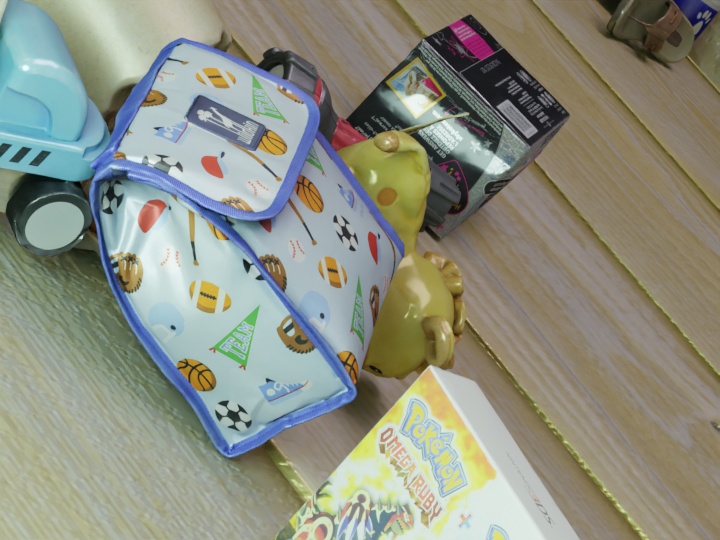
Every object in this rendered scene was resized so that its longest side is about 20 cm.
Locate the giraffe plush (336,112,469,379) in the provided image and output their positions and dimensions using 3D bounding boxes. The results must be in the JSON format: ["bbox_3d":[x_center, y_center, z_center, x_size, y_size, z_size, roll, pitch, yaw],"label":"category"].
[{"bbox_3d":[0.000,0.000,1.954,0.173,0.199,0.163,-16,90,-75],"label":"giraffe plush"}]

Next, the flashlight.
[{"bbox_3d":[-0.005,-0.099,2.290,0.200,0.068,0.068,32,19,-31],"label":"flashlight"}]

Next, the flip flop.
[{"bbox_3d":[0.368,-0.297,3.609,0.058,0.081,0.200,38,6,33],"label":"flip flop"}]

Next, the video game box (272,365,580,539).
[{"bbox_3d":[0.034,0.182,1.505,0.047,0.182,0.200,24,24,-47],"label":"video game box"}]

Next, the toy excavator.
[{"bbox_3d":[-0.215,-0.127,1.657,0.194,0.200,0.100,11,33,-32],"label":"toy excavator"}]

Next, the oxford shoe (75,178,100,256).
[{"bbox_3d":[-0.119,-0.018,1.832,0.200,0.071,0.071,40,15,-18],"label":"oxford shoe"}]

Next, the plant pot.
[{"bbox_3d":[-0.187,-0.188,1.921,0.184,0.200,0.200,56,18,3],"label":"plant pot"}]

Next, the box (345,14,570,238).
[{"bbox_3d":[0.080,-0.121,2.460,0.132,0.115,0.200,45,18,2],"label":"box"}]

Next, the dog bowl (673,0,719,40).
[{"bbox_3d":[0.370,-0.378,3.758,0.200,0.079,0.200,35,11,-8],"label":"dog bowl"}]

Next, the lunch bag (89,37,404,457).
[{"bbox_3d":[-0.074,-0.025,1.738,0.200,0.124,0.170,53,27,-19],"label":"lunch bag"}]
